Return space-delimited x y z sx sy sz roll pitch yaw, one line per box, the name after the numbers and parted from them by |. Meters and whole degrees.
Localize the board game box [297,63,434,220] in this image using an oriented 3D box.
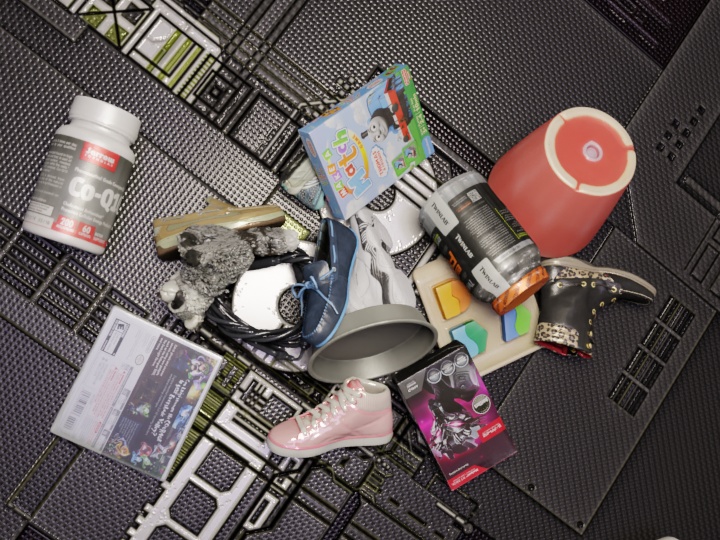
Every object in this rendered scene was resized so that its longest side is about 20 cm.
0.015 -0.194 1.054 0.199 0.036 0.152 -39 126 -21 | board game box

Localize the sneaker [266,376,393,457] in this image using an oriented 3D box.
-0.043 0.212 1.044 0.198 0.075 0.106 -3 111 -18 | sneaker

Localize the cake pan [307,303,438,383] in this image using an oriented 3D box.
0.015 0.108 1.024 0.198 0.201 0.037 -11 61 -11 | cake pan

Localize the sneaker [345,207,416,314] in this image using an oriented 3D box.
0.000 0.000 1.070 0.114 0.075 0.202 -35 61 21 | sneaker

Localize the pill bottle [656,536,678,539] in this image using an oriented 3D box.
0.438 0.514 1.116 0.198 0.114 0.116 -14 90 -11 | pill bottle

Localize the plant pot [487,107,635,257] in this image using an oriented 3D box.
0.315 -0.142 1.070 0.198 0.178 0.203 3 70 -9 | plant pot

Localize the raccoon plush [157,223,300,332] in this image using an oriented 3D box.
-0.186 0.015 0.992 0.197 0.097 0.136 2 118 -10 | raccoon plush

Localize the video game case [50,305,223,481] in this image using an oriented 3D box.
-0.327 0.181 1.031 0.180 0.023 0.202 27 82 -8 | video game case

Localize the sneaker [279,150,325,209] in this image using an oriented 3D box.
-0.036 -0.181 1.089 0.200 0.077 0.086 -48 115 -8 | sneaker

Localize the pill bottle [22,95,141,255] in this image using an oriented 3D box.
-0.389 -0.134 0.986 0.113 0.114 0.202 18 84 -10 | pill bottle

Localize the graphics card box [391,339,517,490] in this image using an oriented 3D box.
0.147 0.226 1.091 0.124 0.051 0.202 -27 99 -6 | graphics card box

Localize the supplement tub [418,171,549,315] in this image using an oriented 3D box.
0.189 -0.040 1.063 0.122 0.123 0.201 -31 72 -11 | supplement tub

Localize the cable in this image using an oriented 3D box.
-0.141 0.032 1.039 0.198 0.051 0.165 26 88 7 | cable

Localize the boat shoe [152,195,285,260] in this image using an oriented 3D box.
-0.213 -0.078 1.045 0.198 0.072 0.077 -14 75 -12 | boat shoe

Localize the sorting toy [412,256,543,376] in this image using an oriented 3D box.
0.200 0.059 1.131 0.183 0.036 0.202 -22 91 -11 | sorting toy

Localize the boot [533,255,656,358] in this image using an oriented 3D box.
0.376 0.068 1.133 0.198 0.073 0.152 17 72 -6 | boot

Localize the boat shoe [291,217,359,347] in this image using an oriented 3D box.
-0.059 0.013 0.986 0.068 0.084 0.202 37 41 -30 | boat shoe
